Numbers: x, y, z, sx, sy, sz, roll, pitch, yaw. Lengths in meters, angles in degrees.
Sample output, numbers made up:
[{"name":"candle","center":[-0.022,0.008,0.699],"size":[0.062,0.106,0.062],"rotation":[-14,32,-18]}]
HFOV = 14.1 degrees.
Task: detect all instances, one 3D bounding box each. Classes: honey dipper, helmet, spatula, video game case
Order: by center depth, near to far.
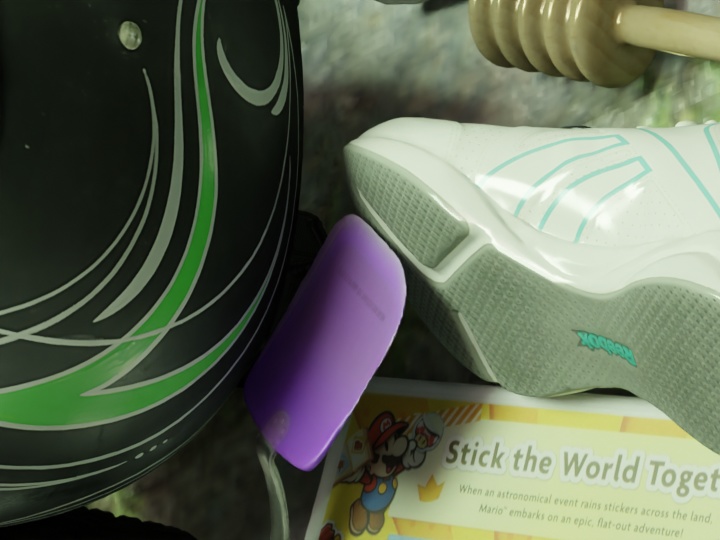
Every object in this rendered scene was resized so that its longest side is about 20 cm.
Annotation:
[{"name":"video game case","center":[0.046,0.121,0.766],"size":[0.200,0.023,0.182],"rotation":[2,73,48]},{"name":"honey dipper","center":[0.111,-0.058,0.780],"size":[0.200,0.038,0.038],"rotation":[17,84,45]},{"name":"helmet","center":[-0.115,-0.020,0.817],"size":[0.200,0.200,0.191],"rotation":[8,76,48]},{"name":"spatula","center":[-0.027,0.083,0.819],"size":[0.057,0.021,0.200],"rotation":[45,124,57]}]

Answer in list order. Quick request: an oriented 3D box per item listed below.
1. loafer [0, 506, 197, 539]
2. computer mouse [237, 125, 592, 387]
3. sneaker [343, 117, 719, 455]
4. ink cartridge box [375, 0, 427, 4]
[{"name":"loafer","center":[-0.096,0.124,0.807],"size":[0.073,0.200,0.071],"rotation":[13,111,9]},{"name":"computer mouse","center":[0.000,0.000,0.874],"size":[0.200,0.034,0.059],"rotation":[-15,60,34]},{"name":"sneaker","center":[0.075,-0.006,0.765],"size":[0.080,0.071,0.200],"rotation":[-39,36,-25]},{"name":"ink cartridge box","center":[0.009,-0.200,0.870],"size":[0.084,0.146,0.200],"rotation":[-11,64,42]}]
